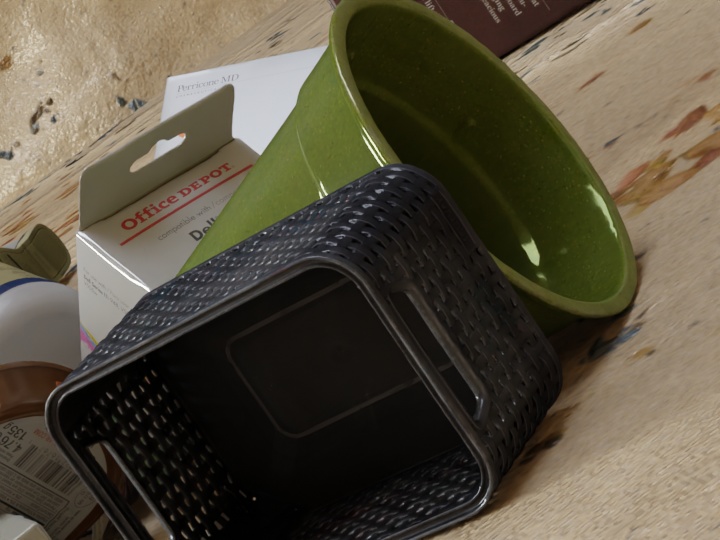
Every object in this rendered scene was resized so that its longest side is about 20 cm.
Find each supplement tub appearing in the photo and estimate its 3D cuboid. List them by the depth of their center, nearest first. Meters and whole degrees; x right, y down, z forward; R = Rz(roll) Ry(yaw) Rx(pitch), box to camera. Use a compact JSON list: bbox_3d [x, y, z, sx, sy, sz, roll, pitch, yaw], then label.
[{"bbox_3d":[-0.267,0.058,1.732,0.199,0.145,0.144,18,47,40],"label":"supplement tub"}]

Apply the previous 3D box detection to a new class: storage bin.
[{"bbox_3d":[-0.026,0.057,1.210,0.199,0.136,0.094,-27,13,35],"label":"storage bin"}]

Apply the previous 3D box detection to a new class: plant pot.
[{"bbox_3d":[0.000,0.000,1.319,0.190,0.200,0.200,-43,7,24],"label":"plant pot"}]

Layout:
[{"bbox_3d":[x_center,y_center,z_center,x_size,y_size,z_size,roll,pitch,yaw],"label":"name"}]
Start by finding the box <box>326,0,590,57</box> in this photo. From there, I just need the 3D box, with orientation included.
[{"bbox_3d":[0.082,-0.261,2.162,0.199,0.165,0.166,-31,11,18],"label":"box"}]

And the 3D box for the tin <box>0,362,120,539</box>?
[{"bbox_3d":[-0.214,0.134,1.437,0.200,0.112,0.042,-45,37,12],"label":"tin"}]

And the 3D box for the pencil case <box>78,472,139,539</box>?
[{"bbox_3d":[-0.147,0.092,1.581,0.089,0.078,0.200,-6,25,29],"label":"pencil case"}]

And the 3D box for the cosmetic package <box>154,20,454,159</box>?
[{"bbox_3d":[-0.032,-0.065,1.644,0.198,0.052,0.152,-10,50,21],"label":"cosmetic package"}]

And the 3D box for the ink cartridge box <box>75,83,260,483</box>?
[{"bbox_3d":[-0.089,0.010,1.450,0.117,0.067,0.201,-33,-35,-30],"label":"ink cartridge box"}]

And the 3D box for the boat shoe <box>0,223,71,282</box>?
[{"bbox_3d":[-0.326,0.018,2.469,0.068,0.075,0.200,-38,3,18],"label":"boat shoe"}]

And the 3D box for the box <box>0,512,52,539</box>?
[{"bbox_3d":[-0.230,0.211,1.352,0.200,0.069,0.082,-38,11,-16],"label":"box"}]
